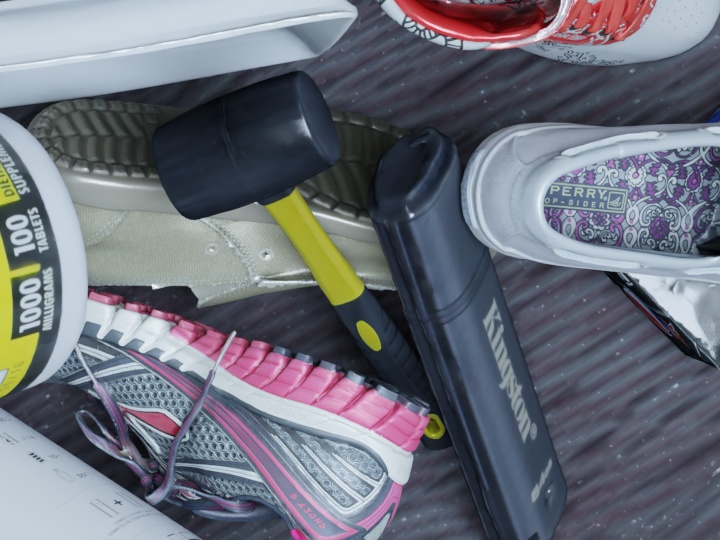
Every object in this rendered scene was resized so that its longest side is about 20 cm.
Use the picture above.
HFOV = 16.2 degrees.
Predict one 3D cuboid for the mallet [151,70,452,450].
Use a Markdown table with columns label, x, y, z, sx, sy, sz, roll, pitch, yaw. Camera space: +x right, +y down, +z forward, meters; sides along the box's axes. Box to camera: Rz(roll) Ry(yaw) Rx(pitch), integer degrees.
| label | x | y | z | sx | sy | sz | roll | pitch | yaw |
| --- | --- | --- | --- | --- | --- | --- | --- | --- | --- |
| mallet | 0.000 | 0.000 | 0.977 | 0.066 | 0.041 | 0.200 | -27 | 129 | 20 |

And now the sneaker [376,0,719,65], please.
| label | x | y | z | sx | sy | sz | roll | pitch | yaw |
| --- | --- | --- | --- | --- | --- | --- | --- | --- | --- |
| sneaker | 0.074 | -0.110 | 0.983 | 0.201 | 0.108 | 0.067 | 16 | 107 | -27 |

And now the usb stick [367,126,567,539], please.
| label | x | y | z | sx | sy | sz | roll | pitch | yaw |
| --- | --- | --- | --- | --- | --- | --- | --- | --- | --- |
| usb stick | 0.044 | 0.034 | 1.000 | 0.033 | 0.056 | 0.200 | -4 | 129 | 21 |

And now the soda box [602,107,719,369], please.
| label | x | y | z | sx | sy | sz | roll | pitch | yaw |
| --- | --- | --- | --- | --- | --- | --- | --- | --- | --- |
| soda box | 0.188 | -0.054 | 1.044 | 0.200 | 0.063 | 0.071 | -45 | 96 | -2 |

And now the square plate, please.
| label | x | y | z | sx | sy | sz | roll | pitch | yaw |
| --- | --- | --- | --- | --- | --- | --- | --- | --- | --- |
| square plate | -0.107 | -0.083 | 0.945 | 0.198 | 0.200 | 0.029 | -8 | 91 | -5 |

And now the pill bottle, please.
| label | x | y | z | sx | sy | sz | roll | pitch | yaw |
| --- | --- | --- | --- | --- | --- | --- | --- | --- | --- |
| pill bottle | -0.206 | 0.012 | 0.904 | 0.200 | 0.112 | 0.113 | -18 | 97 | -42 |

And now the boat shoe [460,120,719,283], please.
| label | x | y | z | sx | sy | sz | roll | pitch | yaw |
| --- | --- | --- | --- | --- | --- | --- | --- | --- | --- |
| boat shoe | 0.139 | -0.028 | 0.958 | 0.200 | 0.068 | 0.072 | 7 | 97 | -24 |

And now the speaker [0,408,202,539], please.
| label | x | y | z | sx | sy | sz | roll | pitch | yaw |
| --- | --- | --- | --- | --- | --- | --- | --- | --- | --- |
| speaker | -0.131 | 0.104 | 0.969 | 0.200 | 0.081 | 0.081 | 29 | 91 | 26 |

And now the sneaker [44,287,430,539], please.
| label | x | y | z | sx | sy | sz | roll | pitch | yaw |
| --- | --- | --- | --- | --- | --- | --- | --- | --- | --- |
| sneaker | -0.075 | 0.055 | 0.984 | 0.200 | 0.081 | 0.075 | 17 | 86 | 27 |

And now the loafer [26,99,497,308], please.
| label | x | y | z | sx | sy | sz | roll | pitch | yaw |
| --- | --- | --- | --- | --- | --- | --- | --- | --- | --- |
| loafer | -0.042 | -0.022 | 1.023 | 0.199 | 0.076 | 0.068 | 9 | 130 | -15 |
